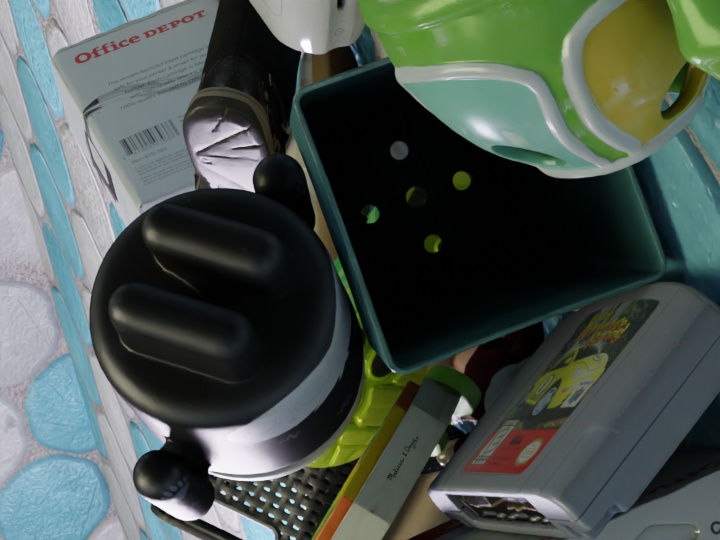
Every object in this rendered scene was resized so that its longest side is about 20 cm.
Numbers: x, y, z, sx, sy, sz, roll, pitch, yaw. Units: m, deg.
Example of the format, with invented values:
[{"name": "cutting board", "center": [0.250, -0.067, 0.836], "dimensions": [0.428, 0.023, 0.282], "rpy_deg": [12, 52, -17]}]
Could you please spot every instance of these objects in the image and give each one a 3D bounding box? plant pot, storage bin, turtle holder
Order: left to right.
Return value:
[{"name": "storage bin", "center": [-0.031, 0.133, 1.324], "dimensions": [0.135, 0.200, 0.094], "rpy_deg": [23, 99, 22]}, {"name": "plant pot", "center": [0.043, -0.042, 1.017], "dimensions": [0.200, 0.141, 0.141], "rpy_deg": [-173, 63, -82]}, {"name": "turtle holder", "center": [0.092, -0.113, 0.793], "dimensions": [0.185, 0.141, 0.132], "rpy_deg": [-17, 114, 37]}]

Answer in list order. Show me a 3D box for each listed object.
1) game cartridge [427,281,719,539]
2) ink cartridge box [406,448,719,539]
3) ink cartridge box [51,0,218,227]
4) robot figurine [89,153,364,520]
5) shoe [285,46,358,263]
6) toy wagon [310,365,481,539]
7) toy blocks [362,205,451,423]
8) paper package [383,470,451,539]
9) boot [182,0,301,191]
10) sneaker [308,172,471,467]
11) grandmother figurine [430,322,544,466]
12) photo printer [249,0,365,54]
[{"name": "game cartridge", "center": [0.107, 0.065, 0.937], "dimensions": [0.041, 0.133, 0.200], "rpy_deg": [46, 165, -6]}, {"name": "ink cartridge box", "center": [0.116, 0.152, 0.989], "dimensions": [0.200, 0.146, 0.083], "rpy_deg": [162, 86, -76]}, {"name": "ink cartridge box", "center": [-0.136, -0.109, 1.538], "dimensions": [0.200, 0.145, 0.083], "rpy_deg": [56, 163, 41]}, {"name": "robot figurine", "center": [-0.065, 0.033, 0.982], "dimensions": [0.125, 0.150, 0.200], "rpy_deg": [57, 176, 19]}, {"name": "shoe", "center": [-0.030, -0.060, 1.267], "dimensions": [0.070, 0.053, 0.200], "rpy_deg": [38, -132, -62]}, {"name": "toy wagon", "center": [0.000, 0.139, 1.077], "dimensions": [0.040, 0.155, 0.200], "rpy_deg": [32, 153, 2]}, {"name": "toy blocks", "center": [0.000, 0.000, 1.341], "dimensions": [0.200, 0.100, 0.137], "rpy_deg": [-131, 36, -51]}, {"name": "paper package", "center": [0.051, 0.228, 1.191], "dimensions": [0.103, 0.200, 0.191], "rpy_deg": [29, 167, -8]}, {"name": "boot", "center": [-0.072, -0.112, 1.340], "dimensions": [0.200, 0.073, 0.151], "rpy_deg": [80, -162, -61]}, {"name": "sneaker", "center": [0.011, 0.029, 1.184], "dimensions": [0.074, 0.200, 0.084], "rpy_deg": [29, 171, -8]}, {"name": "grandmother figurine", "center": [0.079, 0.060, 1.133], "dimensions": [0.200, 0.061, 0.121], "rpy_deg": [-136, 55, -72]}, {"name": "photo printer", "center": [-0.051, -0.240, 1.201], "dimensions": [0.166, 0.069, 0.200], "rpy_deg": [88, 157, -43]}]
